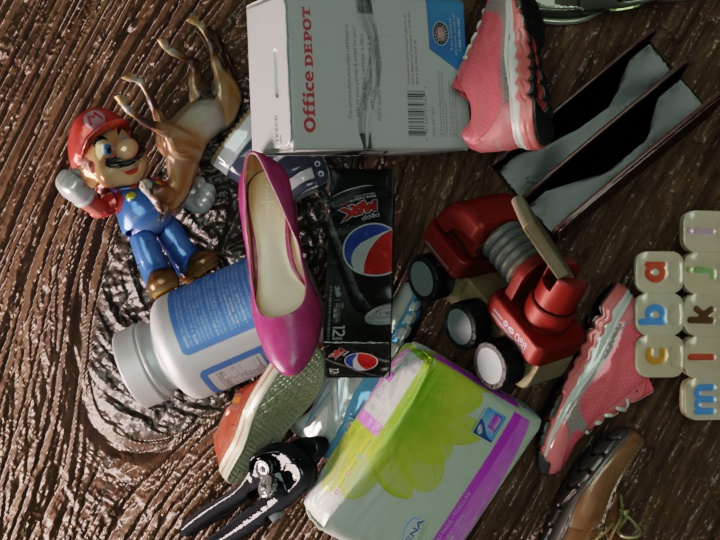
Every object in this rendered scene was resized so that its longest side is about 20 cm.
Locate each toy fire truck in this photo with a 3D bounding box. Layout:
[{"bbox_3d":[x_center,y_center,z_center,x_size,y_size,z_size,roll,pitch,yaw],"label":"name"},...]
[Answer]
[{"bbox_3d":[0.135,-0.012,1.217,0.176,0.129,0.200,54,139,30],"label":"toy fire truck"}]

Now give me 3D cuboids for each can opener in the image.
[{"bbox_3d":[-0.108,0.231,1.320,0.200,0.079,0.063,-42,60,27],"label":"can opener"}]

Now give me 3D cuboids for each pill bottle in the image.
[{"bbox_3d":[-0.138,0.058,1.324,0.200,0.112,0.112,-23,86,5],"label":"pill bottle"}]

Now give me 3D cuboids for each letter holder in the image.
[{"bbox_3d":[0.230,-0.129,1.266,0.200,0.142,0.101,-40,85,5],"label":"letter holder"}]

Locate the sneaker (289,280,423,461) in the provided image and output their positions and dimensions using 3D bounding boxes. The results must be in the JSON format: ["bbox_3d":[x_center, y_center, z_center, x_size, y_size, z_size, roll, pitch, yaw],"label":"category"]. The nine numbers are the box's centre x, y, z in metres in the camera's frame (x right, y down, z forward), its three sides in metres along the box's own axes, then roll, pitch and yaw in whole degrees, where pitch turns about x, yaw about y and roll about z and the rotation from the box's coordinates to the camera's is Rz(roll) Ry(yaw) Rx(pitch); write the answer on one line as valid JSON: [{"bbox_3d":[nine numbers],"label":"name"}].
[{"bbox_3d":[-0.008,0.092,1.330,0.087,0.075,0.200,29,92,13],"label":"sneaker"}]

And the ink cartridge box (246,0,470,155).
[{"bbox_3d":[-0.001,-0.183,1.273,0.200,0.084,0.145,-3,91,-32],"label":"ink cartridge box"}]

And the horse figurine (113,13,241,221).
[{"bbox_3d":[-0.170,-0.163,1.327,0.050,0.200,0.133,-8,128,41],"label":"horse figurine"}]

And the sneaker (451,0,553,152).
[{"bbox_3d":[0.123,-0.200,1.253,0.087,0.074,0.200,-12,63,22],"label":"sneaker"}]

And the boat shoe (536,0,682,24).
[{"bbox_3d":[0.245,-0.286,1.308,0.201,0.060,0.072,-7,88,7],"label":"boat shoe"}]

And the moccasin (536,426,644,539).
[{"bbox_3d":[0.223,0.245,1.296,0.078,0.074,0.202,26,89,-2],"label":"moccasin"}]

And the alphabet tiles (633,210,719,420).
[{"bbox_3d":[0.354,0.043,1.290,0.195,0.015,0.200,0,89,-11],"label":"alphabet tiles"}]

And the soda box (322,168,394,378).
[{"bbox_3d":[0.000,0.000,1.282,0.063,0.071,0.200,0,58,2],"label":"soda box"}]

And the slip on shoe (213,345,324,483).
[{"bbox_3d":[-0.095,0.129,1.302,0.061,0.074,0.200,60,139,30],"label":"slip on shoe"}]

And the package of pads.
[{"bbox_3d":[0.057,0.184,1.288,0.154,0.068,0.200,31,93,-26],"label":"package of pads"}]

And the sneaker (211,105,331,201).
[{"bbox_3d":[-0.046,-0.151,1.339,0.108,0.070,0.200,40,92,3],"label":"sneaker"}]

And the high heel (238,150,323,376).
[{"bbox_3d":[-0.079,-0.008,1.217,0.067,0.096,0.200,-8,63,14],"label":"high heel"}]

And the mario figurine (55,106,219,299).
[{"bbox_3d":[-0.220,-0.076,1.337,0.106,0.123,0.200,-32,89,18],"label":"mario figurine"}]

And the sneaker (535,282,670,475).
[{"bbox_3d":[0.235,0.116,1.296,0.087,0.074,0.200,26,93,4],"label":"sneaker"}]
